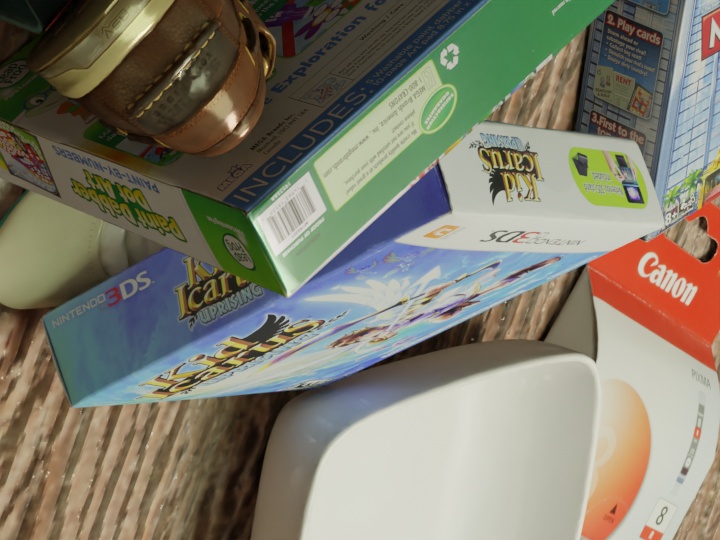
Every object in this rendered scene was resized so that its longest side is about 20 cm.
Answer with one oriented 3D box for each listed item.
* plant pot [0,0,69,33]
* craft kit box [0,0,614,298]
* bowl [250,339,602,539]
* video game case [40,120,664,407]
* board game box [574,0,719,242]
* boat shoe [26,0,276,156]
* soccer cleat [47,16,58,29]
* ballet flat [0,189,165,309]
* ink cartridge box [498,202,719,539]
[{"bbox_3d":[-0.111,-0.211,0.777,0.200,0.141,0.142,-49,140,-22],"label":"plant pot"},{"bbox_3d":[-0.025,-0.089,0.889,0.200,0.197,0.049,-42,129,-22],"label":"craft kit box"},{"bbox_3d":[0.020,0.127,1.162,0.199,0.075,0.201,-13,121,-39],"label":"bowl"},{"bbox_3d":[0.000,0.000,0.973,0.199,0.046,0.181,-27,164,30],"label":"video game case"},{"bbox_3d":[0.190,-0.149,1.199,0.200,0.062,0.201,-32,133,-32],"label":"board game box"},{"bbox_3d":[-0.067,-0.073,0.787,0.068,0.200,0.072,42,94,-11],"label":"boat shoe"},{"bbox_3d":[-0.090,-0.184,0.872,0.076,0.067,0.201,20,100,-46],"label":"soccer cleat"},{"bbox_3d":[-0.065,-0.042,0.979,0.200,0.069,0.070,-39,136,-25],"label":"ballet flat"},{"bbox_3d":[0.163,0.058,1.303,0.162,0.050,0.201,29,93,-52],"label":"ink cartridge box"}]
